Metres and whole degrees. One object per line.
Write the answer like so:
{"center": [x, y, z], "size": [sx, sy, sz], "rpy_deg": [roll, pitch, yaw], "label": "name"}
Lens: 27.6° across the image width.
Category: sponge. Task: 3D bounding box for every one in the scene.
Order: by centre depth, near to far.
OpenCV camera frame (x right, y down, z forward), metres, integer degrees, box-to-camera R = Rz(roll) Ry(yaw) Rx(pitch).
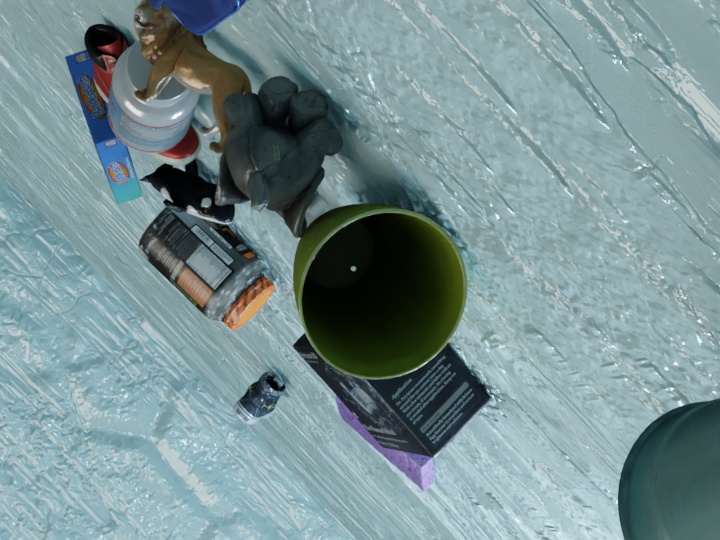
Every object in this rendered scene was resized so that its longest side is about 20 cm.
{"center": [0.041, 0.281, 2.451], "size": [0.200, 0.030, 0.112], "rpy_deg": [39, 163, 23], "label": "sponge"}

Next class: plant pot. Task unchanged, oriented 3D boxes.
{"center": [0.336, 0.174, 1.178], "size": [0.200, 0.200, 0.196], "rpy_deg": [43, 156, 6], "label": "plant pot"}
{"center": [0.000, 0.000, 1.638], "size": [0.187, 0.187, 0.200], "rpy_deg": [51, 178, -22], "label": "plant pot"}

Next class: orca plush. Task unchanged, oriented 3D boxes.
{"center": [-0.244, -0.134, 2.130], "size": [0.105, 0.071, 0.200], "rpy_deg": [3, -160, -29], "label": "orca plush"}

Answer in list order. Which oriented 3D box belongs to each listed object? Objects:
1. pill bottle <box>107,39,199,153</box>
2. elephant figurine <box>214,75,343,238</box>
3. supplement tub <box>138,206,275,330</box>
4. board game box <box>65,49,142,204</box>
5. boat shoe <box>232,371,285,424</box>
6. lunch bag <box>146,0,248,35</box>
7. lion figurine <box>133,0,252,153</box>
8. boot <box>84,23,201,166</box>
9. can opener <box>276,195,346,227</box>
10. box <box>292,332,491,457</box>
{"center": [-0.253, -0.220, 1.804], "size": [0.109, 0.109, 0.200], "rpy_deg": [45, 164, -1], "label": "pill bottle"}
{"center": [-0.090, -0.104, 1.600], "size": [0.142, 0.155, 0.200], "rpy_deg": [56, 159, 20], "label": "elephant figurine"}
{"center": [-0.234, -0.009, 2.252], "size": [0.200, 0.123, 0.123], "rpy_deg": [43, 164, 8], "label": "supplement tub"}
{"center": [-0.374, -0.208, 2.148], "size": [0.200, 0.045, 0.153], "rpy_deg": [87, 162, -67], "label": "board game box"}
{"center": [-0.179, 0.238, 2.846], "size": [0.071, 0.091, 0.200], "rpy_deg": [45, -169, 0], "label": "boat shoe"}
{"center": [-0.139, -0.293, 1.288], "size": [0.136, 0.132, 0.200], "rpy_deg": [48, 163, -11], "label": "lunch bag"}
{"center": [-0.181, -0.223, 1.649], "size": [0.200, 0.123, 0.072], "rpy_deg": [34, -167, 4], "label": "lion figurine"}
{"center": [-0.292, -0.235, 1.941], "size": [0.200, 0.072, 0.144], "rpy_deg": [44, 163, 16], "label": "boot"}
{"center": [-0.080, -0.078, 1.820], "size": [0.200, 0.053, 0.067], "rpy_deg": [40, 164, 20], "label": "can opener"}
{"center": [0.038, 0.133, 1.933], "size": [0.200, 0.117, 0.197], "rpy_deg": [49, 164, -10], "label": "box"}
